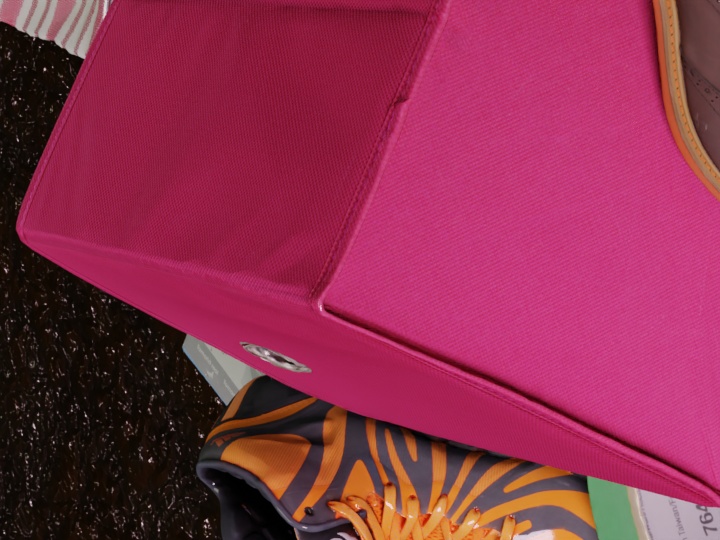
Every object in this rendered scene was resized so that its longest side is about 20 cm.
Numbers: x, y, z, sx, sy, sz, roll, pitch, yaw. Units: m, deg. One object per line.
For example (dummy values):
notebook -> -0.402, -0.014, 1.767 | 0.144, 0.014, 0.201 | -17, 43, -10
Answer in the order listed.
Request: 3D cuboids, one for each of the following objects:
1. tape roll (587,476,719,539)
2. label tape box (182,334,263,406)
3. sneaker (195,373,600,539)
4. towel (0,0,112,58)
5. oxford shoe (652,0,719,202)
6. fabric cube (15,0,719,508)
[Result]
tape roll -> 0.162, 0.076, 0.929 | 0.200, 0.048, 0.201 | 21, 116, 51
label tape box -> 0.000, 0.000, 1.130 | 0.143, 0.066, 0.200 | 50, 138, 36
sneaker -> 0.022, 0.110, 1.030 | 0.200, 0.112, 0.078 | 20, 125, 19
towel -> -0.175, -0.196, 1.363 | 0.200, 0.030, 0.147 | 25, 118, 51
oxford shoe -> 0.133, -0.072, 0.778 | 0.072, 0.071, 0.200 | 17, 145, 53
fabric cube -> 0.037, -0.050, 0.881 | 0.199, 0.196, 0.200 | 13, 78, 54
